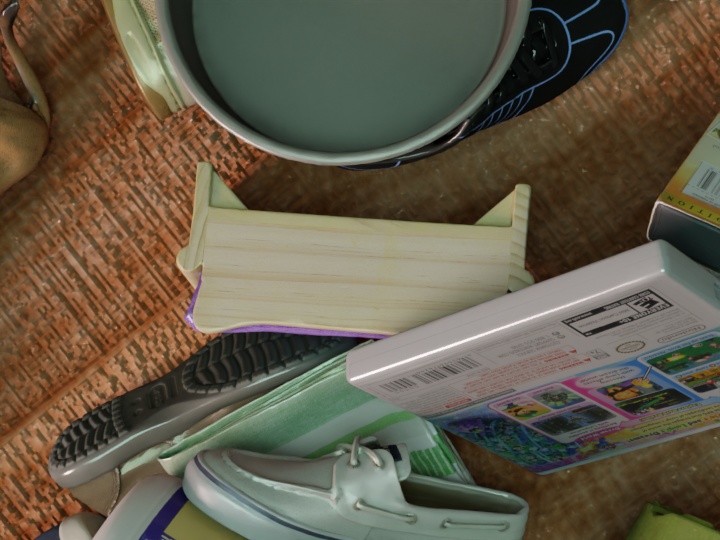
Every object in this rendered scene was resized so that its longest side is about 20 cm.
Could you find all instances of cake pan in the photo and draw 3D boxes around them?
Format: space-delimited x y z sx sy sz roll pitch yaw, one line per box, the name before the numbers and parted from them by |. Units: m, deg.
cake pan | -0.008 -0.149 0.925 0.199 0.037 0.202 -1 78 4

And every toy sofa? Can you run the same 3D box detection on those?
toy sofa | 0.000 0.000 0.994 0.199 0.083 0.098 3 79 5

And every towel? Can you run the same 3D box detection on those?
towel | -0.001 0.148 1.020 0.152 0.023 0.200 -29 115 9

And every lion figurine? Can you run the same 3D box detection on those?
lion figurine | -0.239 -0.055 1.026 0.200 0.073 0.123 -42 125 3

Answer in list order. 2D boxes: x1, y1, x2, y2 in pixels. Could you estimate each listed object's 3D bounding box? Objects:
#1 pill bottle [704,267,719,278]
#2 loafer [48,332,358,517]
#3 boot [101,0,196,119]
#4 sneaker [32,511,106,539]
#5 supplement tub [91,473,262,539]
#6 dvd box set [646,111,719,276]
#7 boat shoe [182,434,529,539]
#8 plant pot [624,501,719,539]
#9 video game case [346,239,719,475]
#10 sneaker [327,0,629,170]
pill bottle | 0.272 0.001 0.964 0.199 0.112 0.113 10 98 4
loafer | -0.086 0.090 1.039 0.199 0.075 0.070 -25 117 9
boot | -0.083 -0.205 0.995 0.155 0.073 0.201 -21 82 1
sneaker | -0.155 0.251 1.060 0.084 0.075 0.201 -28 84 7
supplement tub | -0.067 0.219 0.950 0.199 0.145 0.146 31 99 5
dvd box set | 0.255 -0.052 0.913 0.146 0.200 0.029 25 137 17
boat shoe | 0.002 0.123 0.961 0.199 0.071 0.070 20 106 -16
plant pot | 0.183 0.239 0.979 0.199 0.200 0.191 21 87 3
video game case | 0.124 0.054 0.930 0.199 0.182 0.024 -22 56 35
sneaker | 0.067 -0.107 0.973 0.199 0.078 0.070 -27 104 -3
